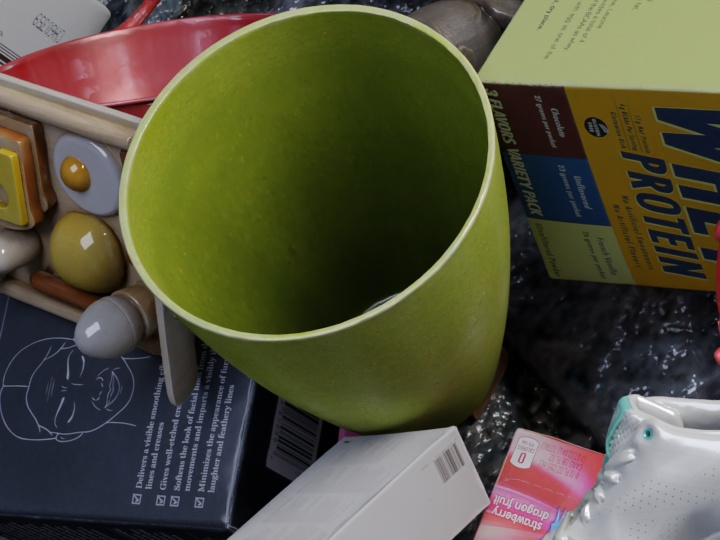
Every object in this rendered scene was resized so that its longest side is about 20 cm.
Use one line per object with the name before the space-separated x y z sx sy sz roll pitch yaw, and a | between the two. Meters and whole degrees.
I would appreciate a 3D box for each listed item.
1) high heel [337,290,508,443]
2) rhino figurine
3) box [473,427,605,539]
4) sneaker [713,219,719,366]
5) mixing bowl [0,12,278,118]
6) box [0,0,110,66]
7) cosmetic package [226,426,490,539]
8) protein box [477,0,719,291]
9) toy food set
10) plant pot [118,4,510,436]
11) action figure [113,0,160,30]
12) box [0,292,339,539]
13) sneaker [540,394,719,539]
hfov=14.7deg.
high heel | -0.011 0.097 1.497 0.096 0.067 0.200 29 82 27
rhino figurine | 0.031 -0.108 1.506 0.087 0.200 0.060 20 121 43
box | 0.158 0.161 1.358 0.200 0.095 0.103 16 79 35
sneaker | 0.192 0.031 1.288 0.077 0.200 0.085 10 45 31
mixing bowl | -0.107 -0.069 1.562 0.200 0.200 0.109 0 109 31
box | -0.293 -0.138 1.686 0.131 0.200 0.199 31 88 35
cosmetic package | -0.030 0.149 1.334 0.082 0.051 0.200 -6 25 45
protein box | 0.199 -0.102 1.376 0.200 0.135 0.199 5 46 32
toy food set | -0.171 -0.020 1.467 0.200 0.144 0.060 19 38 34
plant pot | 0.000 0.000 1.394 0.187 0.200 0.188 -8 58 14
action figure | -0.177 -0.086 1.659 0.065 0.099 0.200 42 98 4
box | -0.115 0.081 1.547 0.200 0.107 0.149 1 71 30
sneaker | 0.129 0.102 1.272 0.200 0.089 0.075 -29 14 20
